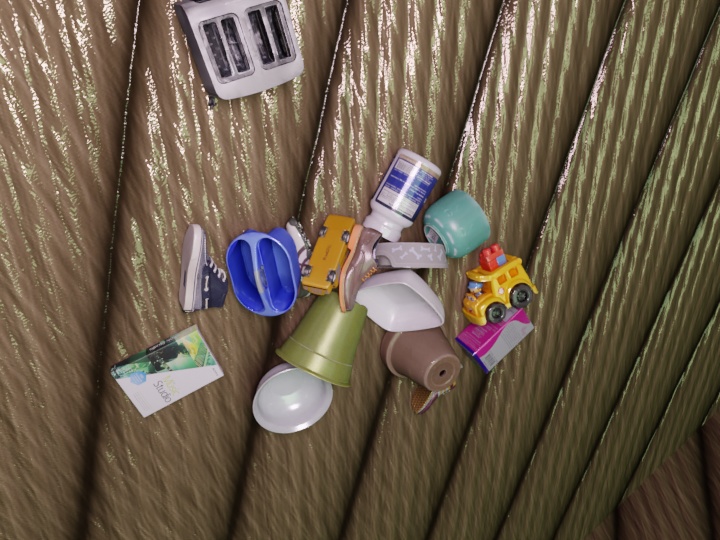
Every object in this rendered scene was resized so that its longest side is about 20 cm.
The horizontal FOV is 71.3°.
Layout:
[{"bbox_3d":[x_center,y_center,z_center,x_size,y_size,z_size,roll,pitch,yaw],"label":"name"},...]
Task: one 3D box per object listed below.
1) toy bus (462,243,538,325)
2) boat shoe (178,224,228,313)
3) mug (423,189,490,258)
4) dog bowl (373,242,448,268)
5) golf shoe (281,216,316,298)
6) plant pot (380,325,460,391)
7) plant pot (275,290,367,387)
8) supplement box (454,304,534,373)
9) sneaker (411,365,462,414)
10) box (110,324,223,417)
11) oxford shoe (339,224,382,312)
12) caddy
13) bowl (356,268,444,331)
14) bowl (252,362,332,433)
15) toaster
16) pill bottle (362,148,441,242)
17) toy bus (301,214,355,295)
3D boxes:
[{"bbox_3d":[0.363,0.030,1.401,0.200,0.136,0.192,-31,109,-8],"label":"toy bus"},{"bbox_3d":[-0.329,-0.004,1.072,0.093,0.075,0.200,-1,120,-33],"label":"boat shoe"},{"bbox_3d":[0.235,-0.095,1.255,0.114,0.152,0.185,-34,119,-12],"label":"mug"},{"bbox_3d":[0.111,-0.034,1.205,0.200,0.200,0.059,2,89,-27],"label":"dog bowl"},{"bbox_3d":[-0.149,-0.021,1.148,0.088,0.077,0.200,-16,117,-10],"label":"golf shoe"},{"bbox_3d":[0.180,0.234,1.365,0.200,0.175,0.201,-11,116,-23],"label":"plant pot"},{"bbox_3d":[-0.073,0.150,1.208,0.200,0.200,0.190,28,86,-33],"label":"plant pot"},{"bbox_3d":[0.399,0.188,1.496,0.200,0.103,0.101,-41,123,-3],"label":"supplement box"},{"bbox_3d":[0.235,0.352,1.503,0.090,0.075,0.200,26,100,-28],"label":"sneaker"},{"bbox_3d":[-0.432,0.228,1.138,0.200,0.036,0.145,-28,122,-14],"label":"box"},{"bbox_3d":[0.000,0.000,1.122,0.073,0.071,0.201,12,90,10],"label":"oxford shoe"},{"bbox_3d":[-0.206,0.002,1.078,0.141,0.105,0.200,-4,117,9],"label":"caddy"},{"bbox_3d":[0.100,0.070,1.263,0.200,0.199,0.075,45,49,-32],"label":"bowl"},{"bbox_3d":[-0.177,0.301,1.260,0.201,0.090,0.202,-10,120,-17],"label":"bowl"},{"bbox_3d":[-0.216,-0.411,0.912,0.180,0.119,0.200,-24,121,-15],"label":"toaster"},{"bbox_3d":[0.092,-0.172,1.175,0.116,0.116,0.200,24,100,-33],"label":"pill bottle"},{"bbox_3d":[-0.067,-0.033,1.113,0.078,0.065,0.200,85,19,-57],"label":"toy bus"}]
